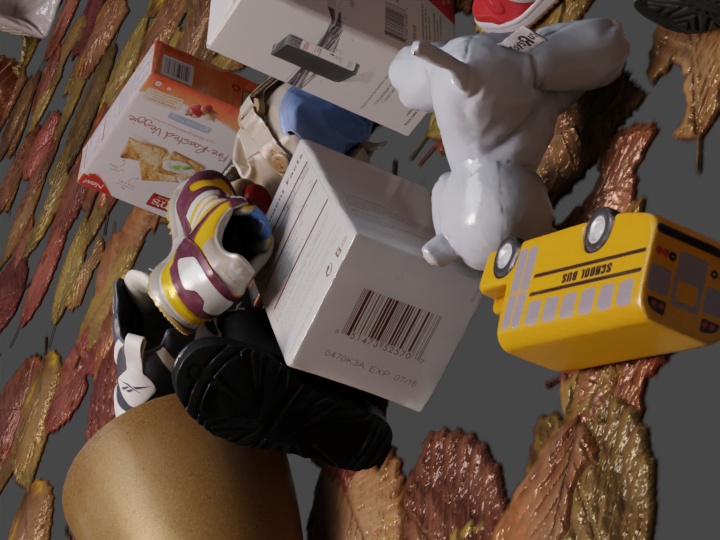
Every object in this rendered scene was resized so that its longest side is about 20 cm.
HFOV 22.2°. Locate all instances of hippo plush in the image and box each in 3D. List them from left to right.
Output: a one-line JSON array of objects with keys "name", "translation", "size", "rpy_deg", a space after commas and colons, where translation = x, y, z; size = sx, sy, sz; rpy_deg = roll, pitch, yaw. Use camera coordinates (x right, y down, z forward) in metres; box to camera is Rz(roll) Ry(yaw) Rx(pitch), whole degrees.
[{"name": "hippo plush", "translation": [0.110, -0.083, 1.245], "size": [0.200, 0.159, 0.161], "rpy_deg": [-137, 39, -83]}]

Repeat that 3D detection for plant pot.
[{"name": "plant pot", "translation": [-0.116, 0.226, 1.414], "size": [0.186, 0.186, 0.200], "rpy_deg": [-59, 36, 22]}]

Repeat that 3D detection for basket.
[{"name": "basket", "translation": [-0.646, -0.543, 3.316], "size": [0.161, 0.200, 0.198], "rpy_deg": [14, 84, 59]}]

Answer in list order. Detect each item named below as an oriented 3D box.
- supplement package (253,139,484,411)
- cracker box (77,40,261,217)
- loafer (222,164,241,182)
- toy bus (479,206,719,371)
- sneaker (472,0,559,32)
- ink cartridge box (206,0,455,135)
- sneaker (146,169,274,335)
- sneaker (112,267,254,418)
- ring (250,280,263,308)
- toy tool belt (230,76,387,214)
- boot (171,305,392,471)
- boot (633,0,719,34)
[{"name": "supplement package", "translation": [0.000, 0.000, 1.401], "size": [0.117, 0.117, 0.200], "rpy_deg": [-64, 21, 17]}, {"name": "cracker box", "translation": [-0.210, -0.149, 2.020], "size": [0.200, 0.134, 0.058], "rpy_deg": [-48, 30, 42]}, {"name": "loafer", "translation": [-0.096, -0.072, 1.689], "size": [0.076, 0.068, 0.200], "rpy_deg": [-52, 5, 29]}, {"name": "toy bus", "translation": [0.144, 0.014, 1.119], "size": [0.200, 0.065, 0.078], "rpy_deg": [-18, 54, 62]}, {"name": "sneaker", "translation": [0.111, -0.244, 1.377], "size": [0.200, 0.112, 0.071], "rpy_deg": [-26, 46, 60]}, {"name": "ink cartridge box", "translation": [-0.024, -0.222, 1.556], "size": [0.084, 0.200, 0.144], "rpy_deg": [-49, 28, 39]}, {"name": "sneaker", "translation": [-0.104, -0.028, 1.442], "size": [0.090, 0.075, 0.200], "rpy_deg": [-31, 27, 21]}, {"name": "sneaker", "translation": [-0.146, 0.033, 1.497], "size": [0.199, 0.079, 0.130], "rpy_deg": [-52, -30, -43]}, {"name": "ring", "translation": [-0.093, 0.024, 1.685], "size": [0.201, 0.019, 0.200], "rpy_deg": [-59, 9, 15]}, {"name": "toy tool belt", "translation": [-0.043, -0.111, 1.593], "size": [0.123, 0.125, 0.200], "rpy_deg": [-20, 25, 34]}, {"name": "boot", "translation": [-0.073, 0.074, 1.409], "size": [0.073, 0.198, 0.162], "rpy_deg": [-59, 29, 13]}, {"name": "boot", "translation": [0.250, -0.253, 1.137], "size": [0.200, 0.073, 0.182], "rpy_deg": [-63, 23, -7]}]
